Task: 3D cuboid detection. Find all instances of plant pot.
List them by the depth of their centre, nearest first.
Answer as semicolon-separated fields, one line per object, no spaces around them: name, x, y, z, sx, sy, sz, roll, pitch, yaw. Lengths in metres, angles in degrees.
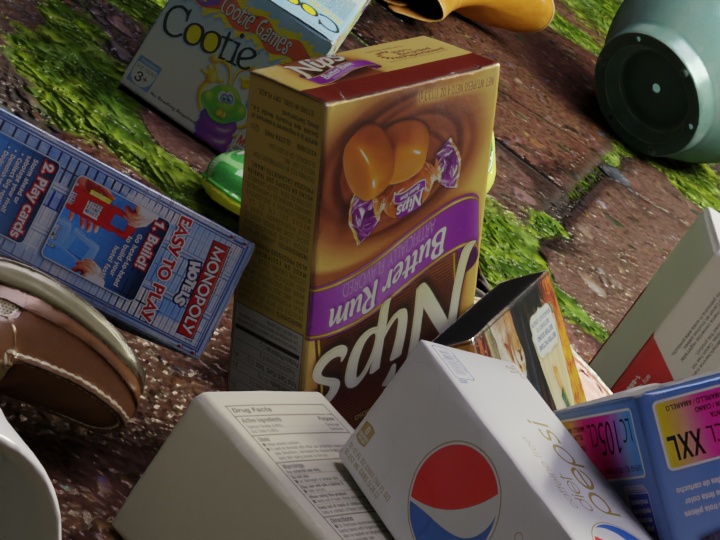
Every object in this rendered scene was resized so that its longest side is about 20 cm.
plant pot;0.295;-0.181;2.008;0.134;0.201;0.200;-29;62;-38

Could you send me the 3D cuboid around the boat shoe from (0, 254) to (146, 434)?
boat shoe;-0.187;0.024;0.933;0.199;0.076;0.074;31;61;-22

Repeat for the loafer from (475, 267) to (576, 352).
loafer;0.063;0.012;1.351;0.072;0.063;0.200;11;31;-48

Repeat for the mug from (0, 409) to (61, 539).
mug;-0.222;0.064;0.701;0.199;0.148;0.175;-20;45;-29

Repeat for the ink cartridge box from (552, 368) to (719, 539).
ink cartridge box;0.150;0.147;0.954;0.136;0.076;0.201;151;-76;-75

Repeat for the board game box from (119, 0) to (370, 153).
board game box;-0.069;-0.159;1.467;0.105;0.103;0.200;34;20;-3

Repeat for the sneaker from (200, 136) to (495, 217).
sneaker;-0.008;-0.075;1.350;0.199;0.084;0.074;-11;29;-28

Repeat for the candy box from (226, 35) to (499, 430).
candy box;0.000;0.000;1.041;0.116;0.201;0.056;-17;32;-42

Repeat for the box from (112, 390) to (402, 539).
box;-0.003;0.143;0.931;0.200;0.078;0.095;46;23;28

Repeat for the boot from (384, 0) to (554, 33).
boot;0.081;-0.245;1.971;0.200;0.071;0.144;28;27;-9

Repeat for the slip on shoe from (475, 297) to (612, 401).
slip on shoe;0.104;0.084;1.252;0.200;0.074;0.061;39;23;-5

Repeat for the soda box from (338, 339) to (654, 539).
soda box;0.073;0.120;0.891;0.063;0.068;0.200;15;29;-45

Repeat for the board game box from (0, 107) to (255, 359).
board game box;-0.153;-0.026;1.020;0.199;0.062;0.200;27;-7;-4

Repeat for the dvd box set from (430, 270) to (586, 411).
dvd box set;0.088;0.112;1.050;0.146;0.029;0.201;-32;106;-68

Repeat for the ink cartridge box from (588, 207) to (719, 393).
ink cartridge box;0.259;0.079;1.393;0.199;0.145;0.084;32;20;-9
